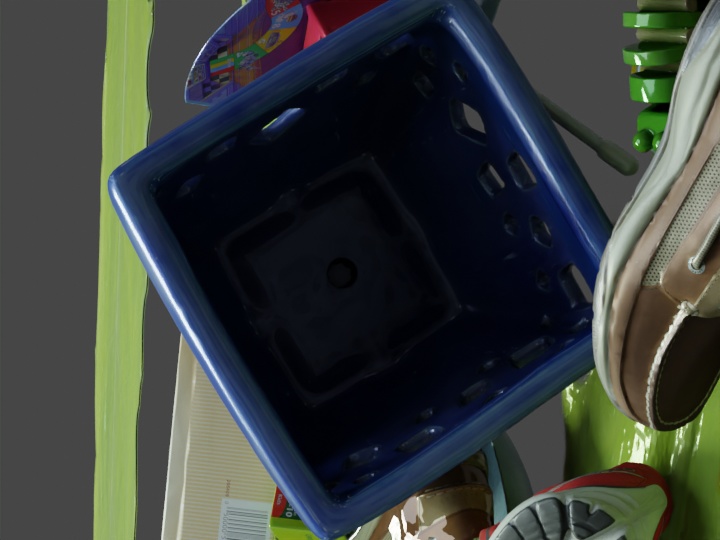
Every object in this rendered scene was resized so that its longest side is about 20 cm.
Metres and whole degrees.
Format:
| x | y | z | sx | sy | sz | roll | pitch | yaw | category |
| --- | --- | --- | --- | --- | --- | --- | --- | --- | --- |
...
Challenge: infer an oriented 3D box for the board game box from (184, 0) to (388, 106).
| x | y | z | sx | sy | sz | roll | pitch | yaw | category |
| --- | --- | --- | --- | --- | --- | --- | --- | --- | --- |
| 0.003 | -0.117 | 0.901 | 0.158 | 0.200 | 0.039 | -36 | 70 | 28 | board game box |

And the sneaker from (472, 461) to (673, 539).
| x | y | z | sx | sy | sz | roll | pitch | yaw | category |
| --- | --- | --- | --- | --- | --- | --- | --- | --- | --- |
| 0.078 | 0.154 | 0.788 | 0.200 | 0.085 | 0.077 | -37 | 83 | 40 | sneaker |

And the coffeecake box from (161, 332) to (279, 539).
| x | y | z | sx | sy | sz | roll | pitch | yaw | category |
| --- | --- | --- | --- | --- | --- | --- | --- | --- | --- |
| -0.062 | 0.120 | 1.051 | 0.200 | 0.073 | 0.154 | 18 | -104 | -79 | coffeecake box |

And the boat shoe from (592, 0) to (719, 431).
| x | y | z | sx | sy | sz | roll | pitch | yaw | category |
| --- | --- | --- | --- | --- | --- | --- | --- | --- | --- |
| 0.146 | -0.014 | 0.614 | 0.072 | 0.076 | 0.200 | 39 | 132 | 36 | boat shoe |

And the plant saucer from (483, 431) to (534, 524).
| x | y | z | sx | sy | sz | roll | pitch | yaw | category |
| --- | --- | --- | --- | --- | --- | --- | --- | --- | --- |
| 0.068 | 0.160 | 0.947 | 0.201 | 0.039 | 0.201 | 178 | 90 | -74 | plant saucer |

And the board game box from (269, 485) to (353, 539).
| x | y | z | sx | sy | sz | roll | pitch | yaw | category |
| --- | --- | --- | --- | --- | --- | --- | --- | --- | --- |
| -0.009 | 0.142 | 1.017 | 0.200 | 0.048 | 0.102 | 72 | -154 | -65 | board game box |

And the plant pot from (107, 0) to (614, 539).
| x | y | z | sx | sy | sz | roll | pitch | yaw | category |
| --- | --- | --- | --- | --- | --- | --- | --- | --- | --- |
| 0.000 | 0.000 | 0.817 | 0.200 | 0.200 | 0.180 | 58 | 168 | 1 | plant pot |

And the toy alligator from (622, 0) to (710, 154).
| x | y | z | sx | sy | sz | roll | pitch | yaw | category |
| --- | --- | --- | --- | --- | --- | --- | --- | --- | --- |
| 0.133 | -0.073 | 0.668 | 0.059 | 0.054 | 0.200 | 16 | 110 | 57 | toy alligator |

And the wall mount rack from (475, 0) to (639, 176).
| x | y | z | sx | sy | sz | roll | pitch | yaw | category |
| --- | --- | --- | --- | --- | --- | --- | --- | --- | --- |
| 0.099 | -0.150 | 0.779 | 0.200 | 0.074 | 0.174 | 107 | 159 | -45 | wall mount rack |

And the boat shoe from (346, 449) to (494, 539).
| x | y | z | sx | sy | sz | roll | pitch | yaw | category |
| --- | --- | --- | --- | --- | --- | --- | --- | --- | --- |
| 0.027 | 0.178 | 0.893 | 0.200 | 0.076 | 0.074 | 105 | 153 | -44 | boat shoe |
